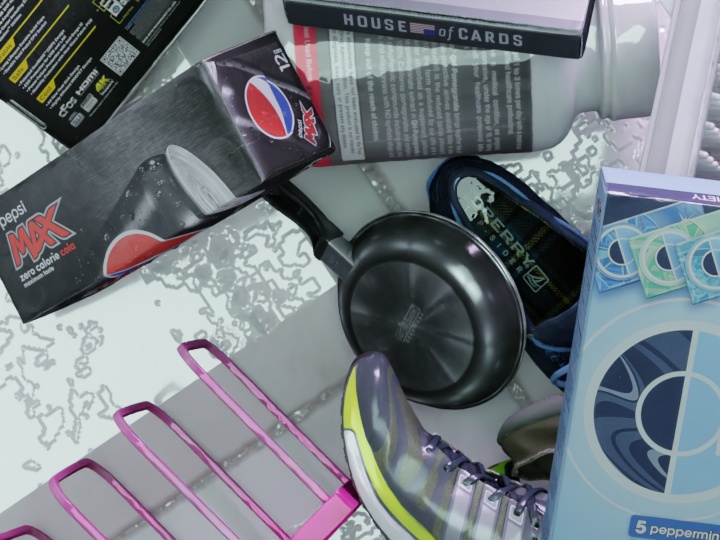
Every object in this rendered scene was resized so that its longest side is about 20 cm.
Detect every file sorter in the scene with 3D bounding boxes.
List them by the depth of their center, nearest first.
[{"bbox_3d":[-0.109,0.146,1.102,0.125,0.139,0.200,44,92,4],"label":"file sorter"}]

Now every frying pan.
[{"bbox_3d":[0.012,-0.006,1.122,0.115,0.031,0.190,-34,92,39],"label":"frying pan"}]

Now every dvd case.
[{"bbox_3d":[0.056,-0.195,1.082,0.150,0.025,0.201,8,55,11],"label":"dvd case"}]

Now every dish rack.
[{"bbox_3d":[0.172,-0.073,1.076,0.043,0.172,0.201,11,87,19],"label":"dish rack"}]

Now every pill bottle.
[{"bbox_3d":[0.052,-0.114,1.106,0.199,0.111,0.111,-4,90,2],"label":"pill bottle"}]

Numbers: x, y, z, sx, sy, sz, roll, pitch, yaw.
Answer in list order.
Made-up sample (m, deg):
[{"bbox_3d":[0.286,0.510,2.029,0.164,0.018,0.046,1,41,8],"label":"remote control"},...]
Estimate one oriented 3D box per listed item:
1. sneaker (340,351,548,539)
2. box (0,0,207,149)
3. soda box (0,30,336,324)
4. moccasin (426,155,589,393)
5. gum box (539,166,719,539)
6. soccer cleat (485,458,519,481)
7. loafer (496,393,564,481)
[{"bbox_3d":[0.060,0.123,1.072,0.081,0.074,0.200,-31,95,15],"label":"sneaker"},{"bbox_3d":[-0.145,-0.181,1.097,0.160,0.049,0.200,36,93,-39],"label":"box"},{"bbox_3d":[-0.110,-0.044,1.083,0.200,0.063,0.071,-28,89,40],"label":"soda box"},{"bbox_3d":[0.107,0.022,1.125,0.200,0.068,0.081,40,91,-1],"label":"moccasin"},{"bbox_3d":[0.180,0.062,0.986,0.169,0.045,0.201,7,110,0],"label":"gum box"},{"bbox_3d":[0.112,0.191,1.122,0.081,0.067,0.200,-40,88,32],"label":"soccer cleat"},{"bbox_3d":[0.164,0.104,1.067,0.199,0.075,0.070,2,75,20],"label":"loafer"}]
